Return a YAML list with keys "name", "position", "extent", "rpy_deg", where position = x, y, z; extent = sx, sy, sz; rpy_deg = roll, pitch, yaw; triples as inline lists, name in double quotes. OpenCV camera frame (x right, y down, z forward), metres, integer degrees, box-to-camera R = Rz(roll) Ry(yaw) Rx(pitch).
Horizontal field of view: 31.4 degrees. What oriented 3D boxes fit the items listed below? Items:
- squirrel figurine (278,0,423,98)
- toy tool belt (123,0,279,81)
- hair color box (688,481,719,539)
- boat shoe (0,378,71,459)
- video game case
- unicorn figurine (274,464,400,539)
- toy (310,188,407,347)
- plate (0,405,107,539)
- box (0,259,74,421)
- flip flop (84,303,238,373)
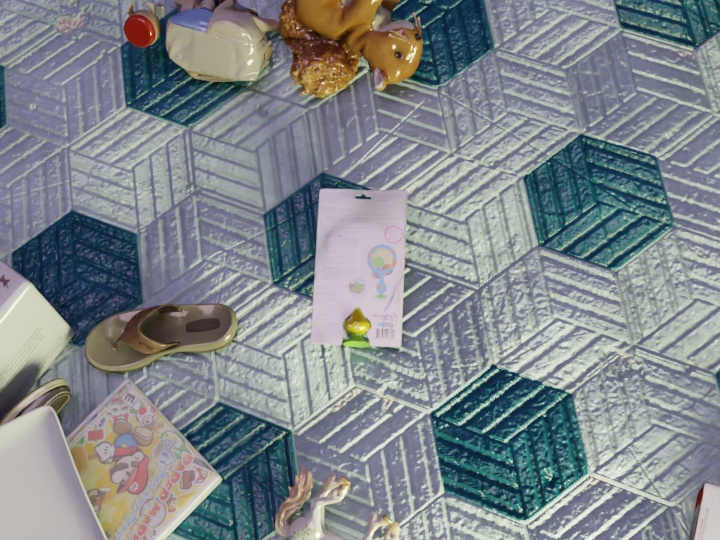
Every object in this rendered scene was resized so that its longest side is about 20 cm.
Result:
- name: "squirrel figurine"
  position: [-0.010, -0.316, 1.714]
  extent: [0.199, 0.141, 0.187]
  rpy_deg: [-37, 93, 31]
- name: "toy tool belt"
  position: [-0.211, -0.333, 1.760]
  extent: [0.197, 0.126, 0.123]
  rpy_deg: [16, 39, 10]
- name: "hair color box"
  position: [0.463, 0.317, 1.412]
  extent: [0.197, 0.064, 0.112]
  rpy_deg: [13, 69, 12]
- name: "boat shoe"
  position: [-0.423, 0.220, 1.576]
  extent: [0.065, 0.073, 0.200]
  rpy_deg: [43, 88, 16]
- name: "video game case"
  position: [-0.298, 0.262, 1.562]
  extent: [0.200, 0.023, 0.182]
  rpy_deg: [-44, 69, -11]
- name: "unicorn figurine"
  position: [-0.022, 0.328, 1.478]
  extent: [0.199, 0.074, 0.138]
  rpy_deg: [36, 86, 34]
- name: "toy"
  position: [0.000, 0.000, 1.617]
  extent: [0.113, 0.047, 0.203]
  rpy_deg: [2, 71, 5]
- name: "plate"
  position: [-0.413, 0.288, 1.517]
  extent: [0.197, 0.032, 0.203]
  rpy_deg: [-24, 87, 3]
- name: "box"
  position: [-0.507, 0.072, 1.589]
  extent: [0.199, 0.172, 0.200]
  rpy_deg: [34, 75, 19]
- name: "flip flop"
  position: [-0.253, 0.076, 1.614]
  extent: [0.196, 0.058, 0.082]
  rpy_deg: [-8, 67, 4]
